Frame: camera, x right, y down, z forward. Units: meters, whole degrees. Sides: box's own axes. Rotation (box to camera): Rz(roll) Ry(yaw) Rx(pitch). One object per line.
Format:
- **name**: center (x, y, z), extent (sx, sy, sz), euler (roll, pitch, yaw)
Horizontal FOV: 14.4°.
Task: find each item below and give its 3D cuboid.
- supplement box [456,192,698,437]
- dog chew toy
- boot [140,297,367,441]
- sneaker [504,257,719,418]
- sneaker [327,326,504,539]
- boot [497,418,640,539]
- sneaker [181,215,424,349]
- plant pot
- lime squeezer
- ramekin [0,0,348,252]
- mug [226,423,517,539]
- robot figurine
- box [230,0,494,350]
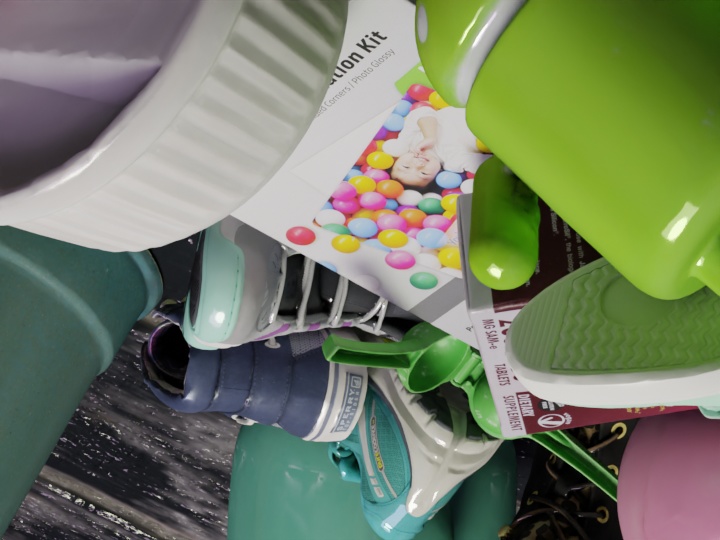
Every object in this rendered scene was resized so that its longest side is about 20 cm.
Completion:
- **supplement box**: center (0.146, 0.006, 1.168), extent (0.199, 0.061, 0.109), euler (-10, 147, 7)
- **dog chew toy**: center (0.201, 0.102, 1.211), extent (0.124, 0.125, 0.200), euler (38, 162, -29)
- **boot**: center (-0.069, 0.029, 1.401), extent (0.090, 0.073, 0.200), euler (11, -173, -21)
- **sneaker**: center (0.159, 0.046, 1.102), extent (0.200, 0.074, 0.118), euler (-9, 135, 3)
- **sneaker**: center (0.008, 0.062, 1.391), extent (0.077, 0.080, 0.200), euler (26, -164, -19)
- **boot**: center (0.104, 0.091, 1.360), extent (0.073, 0.151, 0.200), euler (16, 153, 16)
- **sneaker**: center (0.000, 0.000, 1.302), extent (0.139, 0.078, 0.200), euler (13, -164, 5)
- **plant pot**: center (-0.235, 0.055, 1.533), extent (0.200, 0.197, 0.200), euler (19, 156, 9)
- **lime squeezer**: center (0.058, 0.056, 1.277), extent (0.200, 0.038, 0.071), euler (30, -177, -28)
- **ramekin**: center (-0.094, -0.100, 1.111), extent (0.202, 0.203, 0.094), euler (0, 159, 41)
- **mug**: center (0.018, 0.116, 1.491), extent (0.185, 0.115, 0.152), euler (10, -171, 43)
- **robot figurine**: center (0.103, -0.071, 1.040), extent (0.200, 0.116, 0.176), euler (45, 120, 16)
- **box**: center (0.038, -0.048, 1.196), extent (0.200, 0.041, 0.156), euler (30, 135, -25)
